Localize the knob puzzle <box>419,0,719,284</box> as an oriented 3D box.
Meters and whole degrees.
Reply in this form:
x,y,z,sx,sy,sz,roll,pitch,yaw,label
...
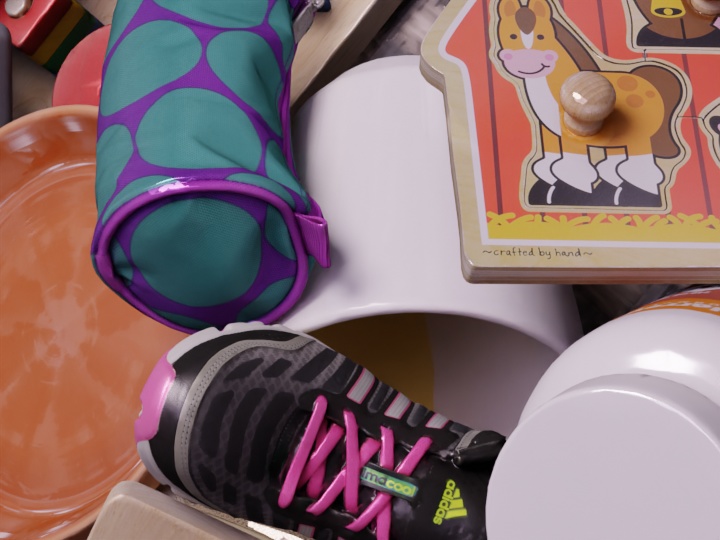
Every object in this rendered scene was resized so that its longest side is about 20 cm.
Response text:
x,y,z,sx,sy,sz,roll,pitch,yaw,label
0.120,-0.084,0.681,0.217,0.031,0.221,1,53,-1,knob puzzle

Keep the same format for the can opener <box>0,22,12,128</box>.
x,y,z,sx,sy,sz,roll,pitch,yaw,label
-0.206,-0.022,0.900,0.053,0.067,0.202,19,113,44,can opener

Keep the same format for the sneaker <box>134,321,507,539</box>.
x,y,z,sx,sy,sz,roll,pitch,yaw,label
0.008,0.076,0.686,0.087,0.199,0.074,17,82,50,sneaker

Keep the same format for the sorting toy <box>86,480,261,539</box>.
x,y,z,sx,sy,sz,roll,pitch,yaw,label
-0.043,0.201,0.716,0.197,0.070,0.201,26,101,-6,sorting toy

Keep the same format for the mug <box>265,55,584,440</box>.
x,y,z,sx,sy,sz,roll,pitch,yaw,label
0.004,-0.005,0.794,0.185,0.150,0.154,-6,56,9,mug

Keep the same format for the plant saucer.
x,y,z,sx,sy,sz,roll,pitch,yaw,label
-0.138,0.027,0.824,0.199,0.032,0.202,-10,71,32,plant saucer

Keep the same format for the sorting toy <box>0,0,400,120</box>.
x,y,z,sx,sy,sz,roll,pitch,yaw,label
-0.103,-0.143,0.920,0.198,0.070,0.200,39,91,28,sorting toy

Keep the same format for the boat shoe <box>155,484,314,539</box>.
x,y,z,sx,sy,sz,roll,pitch,yaw,label
-0.003,0.127,0.787,0.198,0.072,0.065,22,52,5,boat shoe

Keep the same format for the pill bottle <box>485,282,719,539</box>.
x,y,z,sx,sy,sz,roll,pitch,yaw,label
0.118,0.063,0.622,0.111,0.200,0.113,4,98,26,pill bottle

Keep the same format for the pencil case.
x,y,z,sx,sy,sz,roll,pitch,yaw,label
-0.059,-0.066,0.752,0.091,0.086,0.201,-5,42,3,pencil case

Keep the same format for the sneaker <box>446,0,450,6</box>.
x,y,z,sx,sy,sz,roll,pitch,yaw,label
0.076,-0.118,0.817,0.073,0.080,0.201,-30,27,21,sneaker
